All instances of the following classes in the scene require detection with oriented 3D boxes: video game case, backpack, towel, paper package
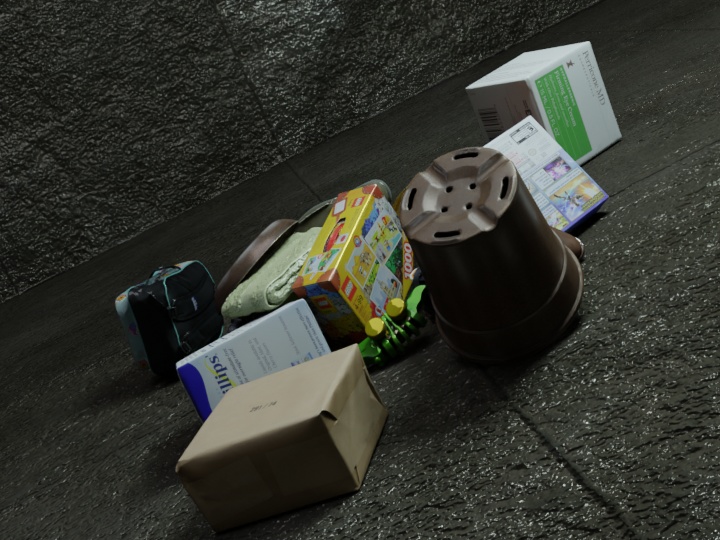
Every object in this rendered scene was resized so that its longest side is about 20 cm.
[{"bbox_3d":[0.250,-0.119,1.628,0.199,0.182,0.046,-34,-17,-29],"label":"video game case"},{"bbox_3d":[-0.334,0.078,1.919,0.151,0.179,0.200,-13,15,25],"label":"backpack"},{"bbox_3d":[-0.119,-0.002,1.628,0.147,0.037,0.200,-15,27,50],"label":"towel"},{"bbox_3d":[-0.086,0.194,1.264,0.197,0.105,0.191,-21,16,20],"label":"paper package"}]

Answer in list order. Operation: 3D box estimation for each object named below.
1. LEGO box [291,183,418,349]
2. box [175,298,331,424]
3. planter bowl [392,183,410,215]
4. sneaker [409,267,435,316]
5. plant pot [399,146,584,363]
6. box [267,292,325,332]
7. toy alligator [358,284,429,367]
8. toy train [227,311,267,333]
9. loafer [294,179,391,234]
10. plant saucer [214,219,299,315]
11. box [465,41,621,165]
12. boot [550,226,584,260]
[{"bbox_3d":[0.000,0.000,1.576,0.076,0.150,0.202,-12,39,37],"label":"LEGO box"},{"bbox_3d":[-0.152,0.133,1.508,0.198,0.106,0.184,-28,2,-10],"label":"box"},{"bbox_3d":[0.150,-0.067,1.700,0.198,0.201,0.084,-23,50,10],"label":"planter bowl"},{"bbox_3d":[0.116,0.029,1.533,0.078,0.080,0.200,-19,4,2],"label":"sneaker"},{"bbox_3d":[0.150,-0.027,1.295,0.197,0.199,0.203,-16,46,17],"label":"plant pot"},{"bbox_3d":[-0.068,0.038,1.706,0.198,0.124,0.047,-13,-4,37],"label":"box"},{"bbox_3d":[0.031,0.104,1.479,0.200,0.059,0.054,-44,50,-2],"label":"toy alligator"},{"bbox_3d":[-0.142,0.061,1.857,0.112,0.087,0.200,1,27,36],"label":"toy train"},{"bbox_3d":[-0.041,-0.090,1.813,0.198,0.076,0.070,-33,2,13],"label":"loafer"},{"bbox_3d":[-0.175,-0.013,1.741,0.201,0.032,0.200,-49,-2,-3],"label":"plant saucer"},{"bbox_3d":[0.342,-0.295,2.009,0.170,0.202,0.199,-32,18,-25],"label":"box"},{"bbox_3d":[0.215,-0.078,1.448,0.183,0.201,0.065,10,65,13],"label":"boot"}]
